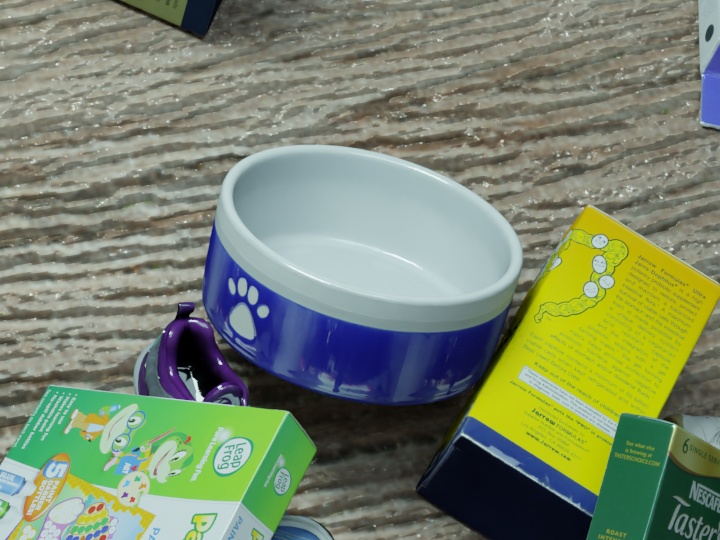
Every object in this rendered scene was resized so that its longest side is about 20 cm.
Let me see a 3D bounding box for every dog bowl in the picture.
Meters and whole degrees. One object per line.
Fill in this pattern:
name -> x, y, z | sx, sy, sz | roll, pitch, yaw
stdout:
dog bowl -> 0.000, 0.000, 1.342 | 0.199, 0.079, 0.200 | 12, 28, -6

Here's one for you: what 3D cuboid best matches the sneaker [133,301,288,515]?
sneaker -> -0.088, 0.121, 1.304 | 0.074, 0.088, 0.201 | -19, 70, -23

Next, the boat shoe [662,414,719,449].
boat shoe -> 0.255, 0.186, 1.377 | 0.069, 0.071, 0.201 | -4, 66, -21

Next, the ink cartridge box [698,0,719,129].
ink cartridge box -> 0.358, -0.187, 1.610 | 0.197, 0.043, 0.201 | 10, 63, -11

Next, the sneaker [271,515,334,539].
sneaker -> -0.111, 0.191, 1.243 | 0.199, 0.077, 0.076 | -19, 88, 0

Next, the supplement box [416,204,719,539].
supplement box -> 0.138, 0.078, 1.376 | 0.109, 0.109, 0.200 | 32, 60, 1

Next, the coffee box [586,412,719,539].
coffee box -> 0.178, 0.199, 1.291 | 0.044, 0.123, 0.201 | 9, 77, 37

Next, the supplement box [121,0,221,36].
supplement box -> -0.159, -0.302, 1.433 | 0.199, 0.200, 0.135 | 23, 59, -2

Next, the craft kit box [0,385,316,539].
craft kit box -> -0.150, 0.164, 1.222 | 0.197, 0.049, 0.201 | 5, 53, 34
